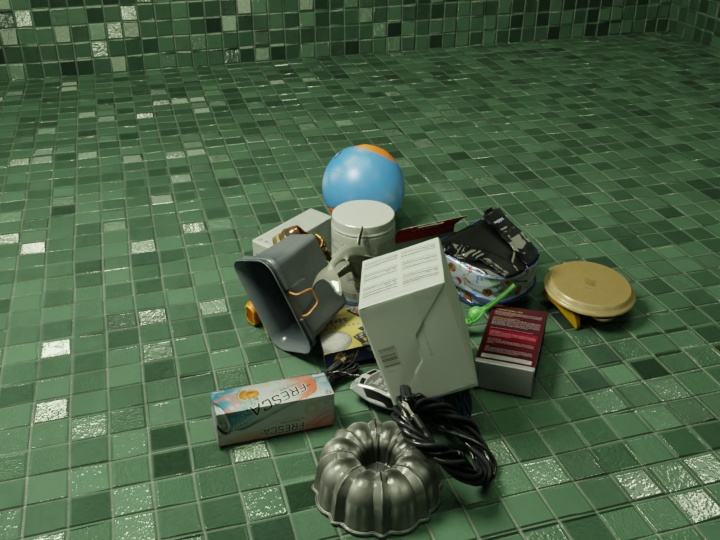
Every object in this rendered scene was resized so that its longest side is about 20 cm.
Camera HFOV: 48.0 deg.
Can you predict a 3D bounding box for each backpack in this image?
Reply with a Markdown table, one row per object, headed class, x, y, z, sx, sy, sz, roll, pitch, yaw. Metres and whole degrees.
| class | x | y | z | sx | sy | sz | roll | pitch | yaw |
| --- | --- | --- | --- | --- | --- | --- | --- | --- | --- |
| backpack | 0.267 | -0.009 | 1.664 | 0.199 | 0.155 | 0.190 | -32 | 40 | -27 |

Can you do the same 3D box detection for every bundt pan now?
| class | x | y | z | sx | sy | sz | roll | pitch | yaw |
| --- | --- | --- | --- | --- | --- | --- | --- | --- | --- |
| bundt pan | 0.025 | 0.297 | 1.207 | 0.200 | 0.076 | 0.202 | 0 | 31 | 0 |

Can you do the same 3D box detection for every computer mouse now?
| class | x | y | z | sx | sy | sz | roll | pitch | yaw |
| --- | --- | --- | --- | --- | --- | --- | --- | --- | --- |
| computer mouse | 0.021 | 0.206 | 1.399 | 0.199 | 0.044 | 0.109 | 13 | 27 | 31 |

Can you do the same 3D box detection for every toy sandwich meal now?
| class | x | y | z | sx | sy | sz | roll | pitch | yaw |
| --- | --- | --- | --- | --- | --- | --- | --- | --- | --- |
| toy sandwich meal | 0.460 | 0.050 | 1.654 | 0.203 | 0.071 | 0.206 | 3 | 34 | -2 |

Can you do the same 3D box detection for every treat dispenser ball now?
| class | x | y | z | sx | sy | sz | roll | pitch | yaw |
| --- | --- | --- | --- | --- | --- | --- | --- | --- | --- |
| treat dispenser ball | 0.007 | -0.201 | 1.944 | 0.199 | 0.202 | 0.201 | 0 | 30 | 0 |

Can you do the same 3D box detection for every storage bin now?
| class | x | y | z | sx | sy | sz | roll | pitch | yaw |
| --- | --- | --- | --- | --- | --- | --- | --- | --- | --- |
| storage bin | -0.114 | 0.031 | 1.494 | 0.145 | 0.201 | 0.134 | 1 | 34 | 50 |

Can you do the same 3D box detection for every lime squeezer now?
| class | x | y | z | sx | sy | sz | roll | pitch | yaw |
| --- | --- | --- | --- | --- | --- | --- | --- | --- | --- |
| lime squeezer | 0.204 | 0.074 | 1.559 | 0.198 | 0.071 | 0.038 | -10 | 6 | 6 |

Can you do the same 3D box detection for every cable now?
| class | x | y | z | sx | sy | sz | roll | pitch | yaw |
| --- | --- | --- | --- | --- | --- | --- | --- | --- | --- |
| cable | 0.134 | 0.253 | 1.215 | 0.200 | 0.051 | 0.163 | 38 | 12 | -10 |

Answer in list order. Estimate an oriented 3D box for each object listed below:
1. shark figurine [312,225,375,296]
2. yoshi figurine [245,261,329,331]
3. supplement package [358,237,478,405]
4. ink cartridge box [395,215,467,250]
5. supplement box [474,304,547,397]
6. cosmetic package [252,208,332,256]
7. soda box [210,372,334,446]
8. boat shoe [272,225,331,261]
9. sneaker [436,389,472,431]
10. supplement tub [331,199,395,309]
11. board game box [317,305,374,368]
| class | x | y | z | sx | sy | sz | roll | pitch | yaw |
| --- | --- | --- | --- | --- | --- | --- | --- | --- | --- |
| shark figurine | -0.002 | -0.013 | 1.470 | 0.089 | 0.129 | 0.214 | 19 | 6 | 19 |
| yoshi figurine | -0.133 | 0.056 | 1.633 | 0.200 | 0.113 | 0.112 | -40 | 6 | -30 |
| supplement package | 0.094 | 0.083 | 1.346 | 0.146 | 0.193 | 0.200 | -17 | 20 | 9 |
| ink cartridge box | 0.129 | -0.056 | 1.734 | 0.161 | 0.051 | 0.200 | -13 | -7 | -21 |
| supplement box | 0.278 | 0.143 | 1.490 | 0.108 | 0.061 | 0.200 | 9 | 32 | 16 |
| cosmetic package | -0.146 | -0.051 | 1.784 | 0.074 | 0.102 | 0.200 | 22 | 38 | 32 |
| soda box | -0.143 | 0.227 | 1.329 | 0.198 | 0.069 | 0.064 | -8 | 31 | -17 |
| boat shoe | -0.098 | -0.039 | 1.702 | 0.200 | 0.067 | 0.072 | 29 | 29 | -49 |
| sneaker | 0.146 | 0.206 | 1.386 | 0.076 | 0.076 | 0.200 | -15 | 25 | 21 |
| supplement tub | 0.006 | -0.027 | 1.640 | 0.131 | 0.202 | 0.132 | 1 | 29 | 0 |
| board game box | 0.018 | 0.114 | 1.541 | 0.198 | 0.035 | 0.136 | -12 | 31 | -7 |
